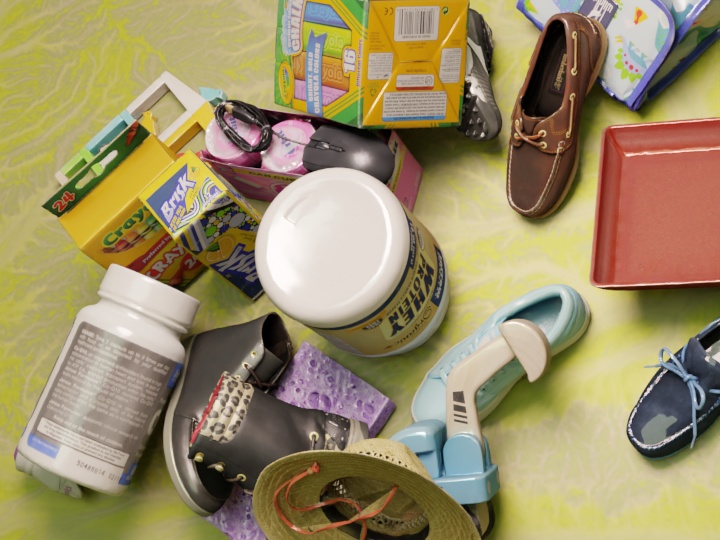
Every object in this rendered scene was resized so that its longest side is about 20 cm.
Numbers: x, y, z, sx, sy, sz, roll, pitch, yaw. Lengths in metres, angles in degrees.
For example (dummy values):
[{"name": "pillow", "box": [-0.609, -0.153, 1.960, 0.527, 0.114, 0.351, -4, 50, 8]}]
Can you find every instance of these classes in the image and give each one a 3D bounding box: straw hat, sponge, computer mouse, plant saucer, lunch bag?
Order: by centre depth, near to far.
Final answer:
[{"name": "straw hat", "box": [0.017, 0.189, 1.225, 0.200, 0.202, 0.085, 2, 38, 19]}, {"name": "plant saucer", "box": [0.315, -0.057, 1.323, 0.199, 0.037, 0.201, -3, 51, 18]}, {"name": "computer mouse", "box": [-0.057, -0.125, 1.376, 0.199, 0.034, 0.059, 19, 81, 23]}, {"name": "lunch bag", "box": [0.269, -0.279, 1.399, 0.170, 0.127, 0.200, 47, 106, 22]}, {"name": "sponge", "box": [-0.066, 0.180, 1.411, 0.111, 0.030, 0.200, 33, 86, 25]}]

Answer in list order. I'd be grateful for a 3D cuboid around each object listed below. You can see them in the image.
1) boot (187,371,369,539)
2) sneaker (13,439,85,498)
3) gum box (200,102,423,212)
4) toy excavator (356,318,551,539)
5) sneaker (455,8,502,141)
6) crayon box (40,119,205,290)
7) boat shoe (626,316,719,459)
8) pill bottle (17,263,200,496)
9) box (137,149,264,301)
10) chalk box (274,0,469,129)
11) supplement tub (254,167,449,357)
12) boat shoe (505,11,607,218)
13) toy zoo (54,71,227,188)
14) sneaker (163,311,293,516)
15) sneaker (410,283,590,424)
[{"name": "boot", "box": [-0.095, 0.206, 1.328, 0.153, 0.073, 0.204, 25, 81, -11]}, {"name": "sneaker", "box": [-0.261, 0.138, 1.479, 0.099, 0.075, 0.200, 34, 86, 5]}, {"name": "gum box", "box": [-0.051, -0.107, 1.450, 0.199, 0.113, 0.066, 11, 77, 21]}, {"name": "toy excavator", "box": [0.082, 0.153, 1.298, 0.194, 0.100, 0.201, -8, 91, 16]}, {"name": "sneaker", "box": [0.103, -0.214, 1.447, 0.090, 0.067, 0.200, -17, 58, -23]}, {"name": "crayon box", "box": [-0.209, -0.052, 1.436, 0.127, 0.200, 0.051, -43, 60, 2]}, {"name": "boat shoe", "box": [0.307, 0.080, 1.295, 0.084, 0.069, 0.200, 39, 88, 25]}, {"name": "pill bottle", "box": [-0.236, 0.102, 1.389, 0.113, 0.114, 0.201, 22, 84, 23]}, {"name": "box", "box": [-0.133, -0.040, 1.408, 0.070, 0.200, 0.064, -42, 64, 1]}, {"name": "chalk box", "box": [-0.004, -0.213, 1.409, 0.200, 0.124, 0.125, 23, 114, 54]}, {"name": "supplement tub", "box": [0.000, 0.000, 1.350, 0.144, 0.200, 0.145, -5, 74, 18]}, {"name": "boat shoe", "box": [0.173, -0.146, 1.376, 0.070, 0.070, 0.201, 20, 105, 31]}, {"name": "toy zoo", "box": [-0.220, -0.124, 1.563, 0.200, 0.020, 0.131, -42, 65, 3]}, {"name": "sneaker", "box": [-0.124, 0.130, 1.388, 0.106, 0.075, 0.201, -24, 49, 28]}, {"name": "sneaker", "box": [0.121, 0.076, 1.352, 0.200, 0.082, 0.074, -41, 65, 3]}]
